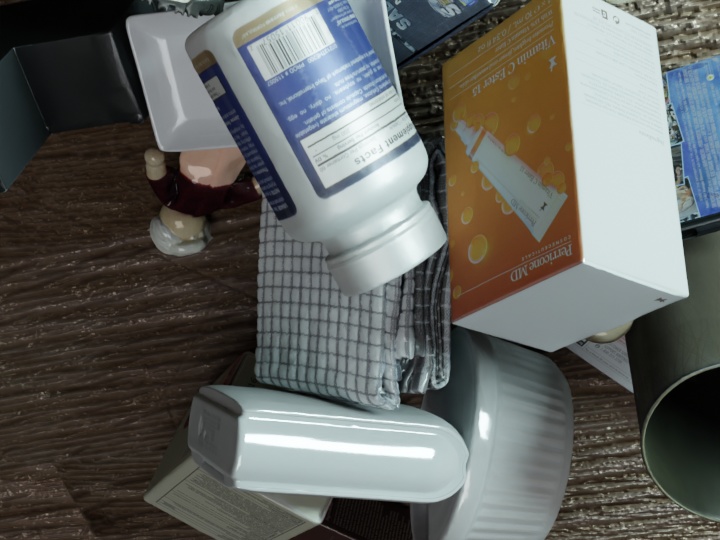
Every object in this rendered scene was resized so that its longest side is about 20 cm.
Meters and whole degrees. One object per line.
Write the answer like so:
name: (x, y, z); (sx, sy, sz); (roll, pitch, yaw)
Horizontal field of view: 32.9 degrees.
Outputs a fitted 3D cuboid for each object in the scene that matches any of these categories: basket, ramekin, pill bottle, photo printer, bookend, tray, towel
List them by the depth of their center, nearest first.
pill bottle: (-0.023, -0.090, 0.812); (0.110, 0.111, 0.201); (-24, 99, 27)
tray: (-0.067, -0.147, 0.887); (0.198, 0.022, 0.108); (-3, 117, 18)
basket: (0.257, 0.052, 0.891); (0.135, 0.201, 0.181); (-26, 129, 20)
bookend: (-0.245, -0.129, 0.924); (0.198, 0.199, 0.093); (-6, 124, 16)
towel: (0.000, 0.000, 0.949); (0.165, 0.085, 0.202); (1, 90, 49)
photo printer: (-0.022, 0.135, 0.956); (0.198, 0.166, 0.070); (8, 88, -19)
ramekin: (0.112, 0.153, 1.049); (0.093, 0.203, 0.204); (11, 128, -9)

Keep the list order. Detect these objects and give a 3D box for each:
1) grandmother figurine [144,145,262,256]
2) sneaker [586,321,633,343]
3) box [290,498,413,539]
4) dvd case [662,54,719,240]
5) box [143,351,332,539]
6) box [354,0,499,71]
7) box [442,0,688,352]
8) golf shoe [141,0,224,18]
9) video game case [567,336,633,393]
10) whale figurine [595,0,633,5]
grandmother figurine: (-0.125, -0.084, 1.012); (0.120, 0.061, 0.200); (14, 135, -22)
sneaker: (0.152, -0.008, 0.936); (0.070, 0.200, 0.076); (-36, 138, 2)
box: (0.005, 0.286, 1.239); (0.198, 0.075, 0.101); (25, 127, -7)
dvd case: (0.189, -0.073, 0.894); (0.198, 0.144, 0.018); (-16, 144, 21)
box: (-0.101, 0.173, 1.115); (0.127, 0.110, 0.200); (30, 152, -10)
box: (-0.010, -0.236, 0.847); (0.200, 0.051, 0.157); (43, 151, -17)
box: (0.130, -0.065, 0.813); (0.097, 0.202, 0.124); (16, 151, -33)
golf shoe: (-0.153, -0.261, 0.841); (0.200, 0.078, 0.095); (49, 124, 14)
video game case: (0.263, 0.029, 1.025); (0.199, 0.022, 0.183); (34, 125, -10)
whale figurine: (0.133, -0.262, 0.815); (0.199, 0.104, 0.160); (24, 152, 24)
